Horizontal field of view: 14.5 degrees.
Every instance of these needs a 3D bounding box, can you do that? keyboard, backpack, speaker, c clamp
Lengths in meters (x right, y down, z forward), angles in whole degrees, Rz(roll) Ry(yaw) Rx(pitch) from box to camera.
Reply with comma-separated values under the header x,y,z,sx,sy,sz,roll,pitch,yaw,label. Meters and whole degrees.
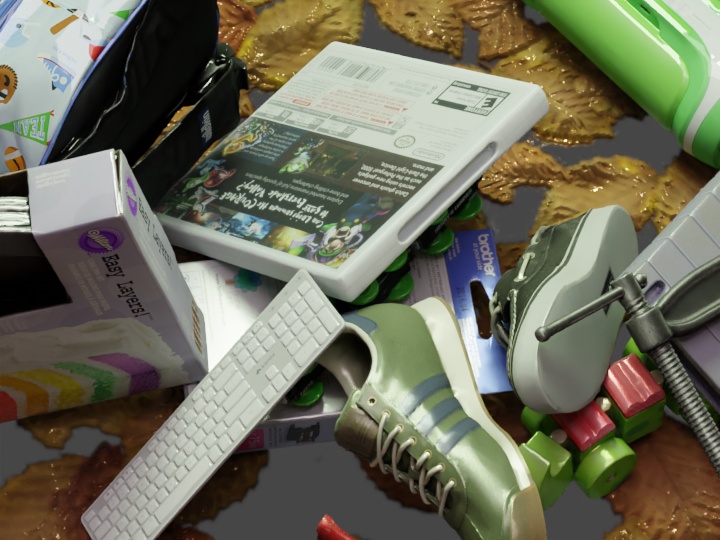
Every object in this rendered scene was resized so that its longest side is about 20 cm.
x,y,z,sx,sy,sz,roll,pitch,yaw,label
-0.085,0.088,1.610,0.200,0.011,0.056,-48,40,11,keyboard
-0.168,-0.118,1.626,0.154,0.200,0.191,22,67,14,backpack
0.180,-0.156,1.787,0.088,0.089,0.200,-36,66,-20,speaker
0.209,0.077,1.605,0.171,0.027,0.200,-34,90,-29,c clamp

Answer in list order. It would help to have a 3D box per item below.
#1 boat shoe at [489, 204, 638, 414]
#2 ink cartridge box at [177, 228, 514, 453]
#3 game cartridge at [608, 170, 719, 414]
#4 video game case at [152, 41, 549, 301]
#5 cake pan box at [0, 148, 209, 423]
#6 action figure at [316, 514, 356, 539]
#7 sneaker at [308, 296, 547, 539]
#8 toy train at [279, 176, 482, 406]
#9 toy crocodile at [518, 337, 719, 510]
x,y,z,sx,sy,sz,roll,pitch,yaw,label
0.112,0.027,1.657,0.064,0.071,0.200,-10,22,24,boat shoe
-0.010,0.042,1.691,0.200,0.042,0.120,-8,59,-3,ink cartridge box
0.252,0.041,1.657,0.200,0.038,0.130,48,62,-5,game cartridge
-0.011,-0.064,1.706,0.182,0.023,0.200,-43,35,-23,video game case
-0.196,0.015,1.592,0.184,0.200,0.052,-13,58,4,cake pan box
0.055,0.211,1.587,0.200,0.052,0.065,29,68,10,action figure
0.028,0.096,1.567,0.090,0.067,0.200,-2,45,-23,sneaker
0.000,0.000,1.674,0.056,0.042,0.200,28,62,28,toy train
0.162,0.073,1.663,0.200,0.062,0.068,-31,65,-19,toy crocodile
